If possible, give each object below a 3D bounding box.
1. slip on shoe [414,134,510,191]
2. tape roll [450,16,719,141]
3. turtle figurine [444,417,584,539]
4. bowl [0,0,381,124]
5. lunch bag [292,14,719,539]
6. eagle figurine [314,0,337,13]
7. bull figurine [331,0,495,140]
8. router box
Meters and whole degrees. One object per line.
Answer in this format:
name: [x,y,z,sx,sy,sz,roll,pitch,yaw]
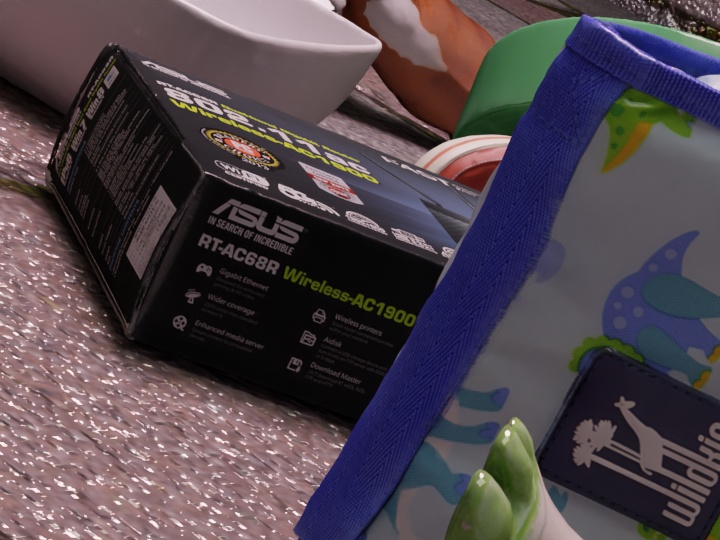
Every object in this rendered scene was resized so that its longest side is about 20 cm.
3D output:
slip on shoe: [0.105,-0.001,1.036,0.199,0.074,0.061,27,14,-24]
tape roll: [0.142,-0.042,1.085,0.199,0.048,0.201,19,-22,8]
turtle figurine: [0.093,0.105,0.410,0.193,0.145,0.200,25,8,7]
bowl: [-0.109,-0.114,1.029,0.199,0.075,0.200,32,13,17]
lunch bag: [0.088,0.037,0.608,0.199,0.171,0.127,18,15,-39]
eagle figurine: [-0.114,-0.177,1.228,0.200,0.150,0.152,53,45,-25]
bull figurine: [0.034,-0.132,1.335,0.200,0.065,0.121,48,2,-26]
router box: [0.000,0.000,0.820,0.199,0.062,0.150,21,12,-25]
